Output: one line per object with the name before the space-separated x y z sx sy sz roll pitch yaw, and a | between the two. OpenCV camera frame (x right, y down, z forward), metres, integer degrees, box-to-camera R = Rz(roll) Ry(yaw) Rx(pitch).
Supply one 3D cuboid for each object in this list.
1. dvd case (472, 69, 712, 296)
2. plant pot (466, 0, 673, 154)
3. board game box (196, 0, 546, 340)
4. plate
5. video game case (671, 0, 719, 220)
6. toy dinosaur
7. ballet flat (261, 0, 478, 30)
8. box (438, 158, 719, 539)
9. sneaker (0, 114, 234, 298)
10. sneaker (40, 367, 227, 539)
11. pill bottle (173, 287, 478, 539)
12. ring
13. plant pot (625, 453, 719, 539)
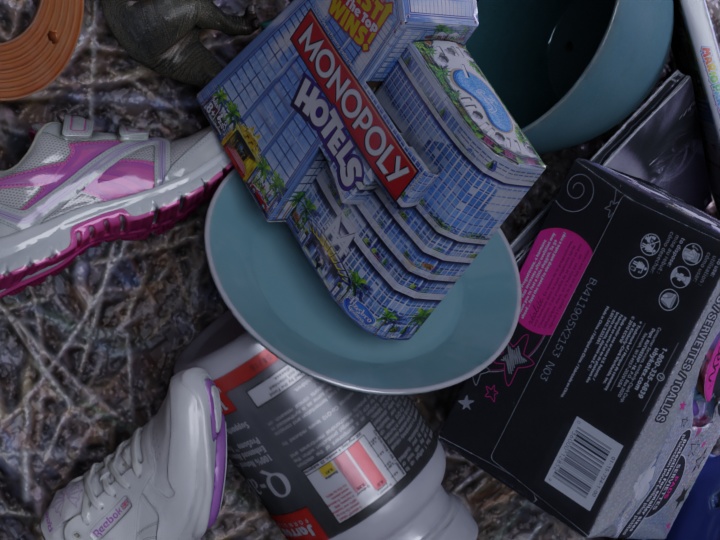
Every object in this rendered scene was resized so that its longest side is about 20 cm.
dvd case | 0.157 -0.020 1.458 0.016 0.149 0.200 36 74 30
plant pot | 0.122 -0.160 1.423 0.135 0.200 0.201 17 84 -48
board game box | 0.013 -0.098 1.278 0.062 0.200 0.200 -2 50 -42
plate | 0.000 0.000 1.347 0.199 0.026 0.201 11 48 -13
video game case | 0.229 -0.119 1.471 0.018 0.143 0.201 -17 96 4
toy dinosaur | -0.125 -0.179 1.390 0.102 0.077 0.201 -20 114 -3
ballet flat | 0.017 -0.147 1.371 0.073 0.200 0.073 13 71 -41
box | 0.166 0.052 1.390 0.115 0.132 0.201 10 108 -56
sneaker | -0.160 -0.060 1.359 0.199 0.081 0.089 -23 83 -21
sneaker | -0.137 0.141 1.337 0.099 0.075 0.201 12 123 -11
pill bottle | -0.018 0.109 1.395 0.116 0.116 0.200 -38 101 -16
ring | -0.239 -0.194 1.314 0.200 0.019 0.201 26 55 -45
plant pot | 0.274 0.219 1.448 0.200 0.179 0.201 19 84 -39
